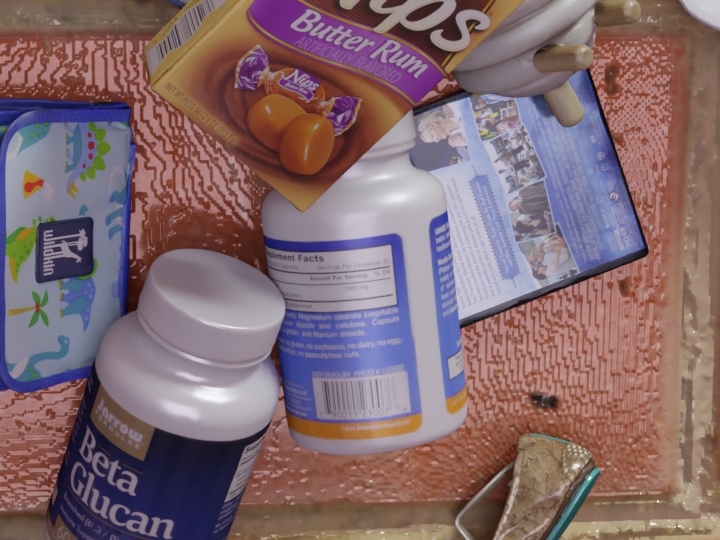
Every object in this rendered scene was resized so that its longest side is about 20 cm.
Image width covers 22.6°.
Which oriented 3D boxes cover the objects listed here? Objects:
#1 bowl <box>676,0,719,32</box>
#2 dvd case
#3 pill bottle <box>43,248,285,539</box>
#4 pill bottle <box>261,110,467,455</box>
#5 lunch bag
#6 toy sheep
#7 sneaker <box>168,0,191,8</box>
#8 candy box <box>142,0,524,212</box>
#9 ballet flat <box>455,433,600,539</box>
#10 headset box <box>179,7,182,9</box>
[{"bbox_3d":[0.292,-0.228,1.109,0.199,0.075,0.200,15,99,-9],"label":"bowl"},{"bbox_3d":[0.070,-0.040,1.146,0.200,0.018,0.143,-21,103,-3],"label":"dvd case"},{"bbox_3d":[-0.113,0.092,1.073,0.111,0.111,0.200,16,118,-9],"label":"pill bottle"},{"bbox_3d":[0.000,0.000,1.078,0.112,0.112,0.200,-7,101,-5],"label":"pill bottle"},{"bbox_3d":[-0.233,-0.016,1.067,0.200,0.127,0.170,-2,102,-24],"label":"lunch bag"},{"bbox_3d":[0.086,-0.168,1.066,0.138,0.138,0.200,-27,111,-1],"label":"toy sheep"},{"bbox_3d":[-0.062,-0.160,1.002,0.200,0.077,0.076,17,100,-10],"label":"sneaker"},{"bbox_3d":[-0.005,-0.140,0.954,0.200,0.056,0.117,-44,120,13],"label":"candy box"},{"bbox_3d":[0.083,0.193,1.176,0.065,0.071,0.200,31,93,16],"label":"ballet flat"},{"bbox_3d":[-0.067,-0.266,1.058,0.200,0.077,0.149,-37,103,3],"label":"headset box"}]
